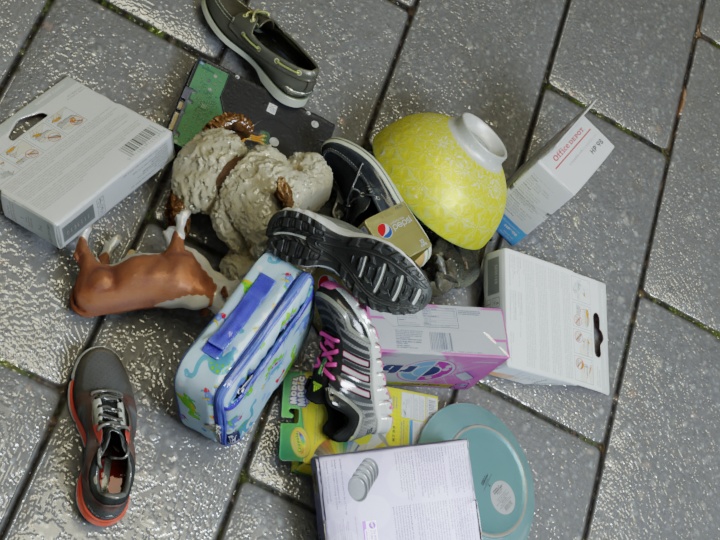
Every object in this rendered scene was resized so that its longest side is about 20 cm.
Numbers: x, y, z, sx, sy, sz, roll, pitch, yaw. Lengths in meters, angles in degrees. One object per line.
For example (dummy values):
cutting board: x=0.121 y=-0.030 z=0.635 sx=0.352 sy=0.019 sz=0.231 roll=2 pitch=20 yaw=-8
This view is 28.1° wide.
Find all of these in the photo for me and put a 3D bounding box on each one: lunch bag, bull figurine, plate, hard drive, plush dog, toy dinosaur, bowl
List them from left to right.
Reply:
bull figurine: x=-0.236 y=0.001 z=1.649 sx=0.198 sy=0.065 sz=0.122 roll=-6 pitch=64 yaw=-9
plush dog: x=-0.147 y=-0.096 z=1.703 sx=0.171 sy=0.161 sz=0.201 roll=26 pitch=76 yaw=14
lunch bag: x=-0.127 y=0.088 z=1.613 sx=0.082 sy=0.161 sz=0.201 roll=28 pitch=60 yaw=14
hard drive: x=-0.142 y=-0.168 z=1.814 sx=0.199 sy=0.038 sz=0.141 roll=25 pitch=58 yaw=-14
toy dinosaur: x=0.113 y=-0.013 z=1.852 sx=0.200 sy=0.077 sz=0.103 roll=-1 pitch=66 yaw=-61
bowl: x=0.123 y=-0.136 z=1.834 sx=0.200 sy=0.108 sz=0.201 roll=35 pitch=27 yaw=-21
plate: x=0.146 y=0.255 z=1.729 sx=0.199 sy=0.025 sz=0.202 roll=19 pitch=60 yaw=-35

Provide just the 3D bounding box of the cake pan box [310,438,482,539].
cake pan box: x=0.045 y=0.299 z=1.628 sx=0.182 sy=0.052 sz=0.202 roll=-7 pitch=83 yaw=-13

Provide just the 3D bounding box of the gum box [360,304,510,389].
gum box: x=0.066 y=0.092 z=1.744 sx=0.198 sy=0.114 sz=0.067 roll=5 pitch=64 yaw=-24

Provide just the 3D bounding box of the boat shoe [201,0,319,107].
boat shoe: x=-0.127 y=-0.299 z=1.851 sx=0.202 sy=0.060 sz=0.072 roll=49 pitch=39 yaw=16

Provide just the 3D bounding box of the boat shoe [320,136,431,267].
boat shoe: x=0.008 y=-0.080 z=1.754 sx=0.062 sy=0.075 sz=0.201 roll=-26 pitch=73 yaw=-31

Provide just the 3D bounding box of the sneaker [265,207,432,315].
sneaker: x=-0.005 y=-0.017 z=1.593 sx=0.199 sy=0.074 sz=0.079 roll=28 pitch=17 yaw=18

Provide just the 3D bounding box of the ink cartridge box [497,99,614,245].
ink cartridge box: x=0.254 y=-0.127 z=1.889 sx=0.067 sy=0.200 sz=0.116 roll=44 pitch=56 yaw=-1

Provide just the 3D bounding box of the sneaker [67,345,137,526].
sneaker: x=-0.269 y=0.171 z=1.562 sx=0.076 sy=0.082 sz=0.202 roll=1 pitch=66 yaw=-25

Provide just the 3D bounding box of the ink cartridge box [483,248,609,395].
ink cartridge box: x=0.244 y=0.072 z=1.887 sx=0.199 sy=0.050 sz=0.164 roll=19 pitch=64 yaw=-39

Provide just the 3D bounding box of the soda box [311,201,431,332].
soda box: x=0.000 y=0.000 z=1.704 sx=0.067 sy=0.200 sz=0.064 roll=-28 pitch=80 yaw=-37

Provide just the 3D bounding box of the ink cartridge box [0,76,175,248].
ink cartridge box: x=-0.347 y=-0.131 z=1.688 sx=0.173 sy=0.044 sz=0.200 roll=28 pitch=52 yaw=24

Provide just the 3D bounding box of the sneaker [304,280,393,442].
sneaker: x=-0.025 y=0.111 z=1.626 sx=0.087 sy=0.074 sz=0.201 roll=-25 pitch=116 yaw=-24

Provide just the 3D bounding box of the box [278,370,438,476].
box: x=-0.006 y=0.192 z=1.703 sx=0.198 sy=0.048 sz=0.118 roll=14 pitch=62 yaw=-22

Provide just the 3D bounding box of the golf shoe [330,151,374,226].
golf shoe: x=0.008 y=-0.052 z=1.822 sx=0.087 sy=0.077 sz=0.201 roll=-12 pitch=66 yaw=-12
